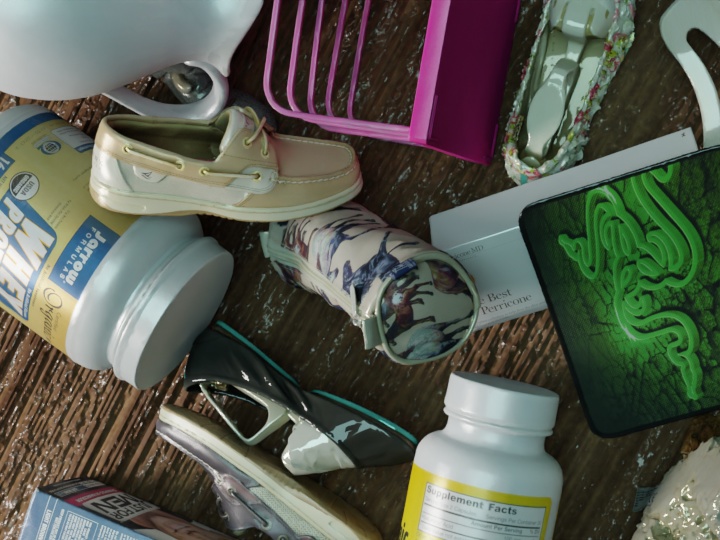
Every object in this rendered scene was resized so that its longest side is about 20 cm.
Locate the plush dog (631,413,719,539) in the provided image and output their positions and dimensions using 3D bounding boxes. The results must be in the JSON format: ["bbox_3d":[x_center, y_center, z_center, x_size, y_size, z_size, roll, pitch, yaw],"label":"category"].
[{"bbox_3d":[0.287,0.196,1.088,0.171,0.161,0.201,35,126,-3],"label":"plush dog"}]

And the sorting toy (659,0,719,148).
[{"bbox_3d":[0.307,-0.151,1.089,0.178,0.107,0.203,-19,86,21],"label":"sorting toy"}]

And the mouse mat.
[{"bbox_3d":[0.213,0.020,1.107,0.159,0.008,0.202,-17,113,13],"label":"mouse mat"}]

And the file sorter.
[{"bbox_3d":[0.025,-0.159,1.104,0.124,0.200,0.141,11,93,16],"label":"file sorter"}]

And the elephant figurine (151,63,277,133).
[{"bbox_3d":[-0.159,-0.200,1.198,0.197,0.156,0.143,3,57,4],"label":"elephant figurine"}]

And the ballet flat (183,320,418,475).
[{"bbox_3d":[-0.051,0.112,1.183,0.199,0.068,0.069,28,75,24],"label":"ballet flat"}]

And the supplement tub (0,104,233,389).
[{"bbox_3d":[-0.209,-0.017,1.188,0.199,0.145,0.146,34,98,12],"label":"supplement tub"}]

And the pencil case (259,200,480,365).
[{"bbox_3d":[0.000,0.000,1.121,0.088,0.200,0.079,-5,109,-27],"label":"pencil case"}]

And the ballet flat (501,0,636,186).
[{"bbox_3d":[0.154,-0.152,1.140,0.075,0.064,0.203,15,93,14],"label":"ballet flat"}]

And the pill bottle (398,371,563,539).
[{"bbox_3d":[0.085,0.180,1.133,0.110,0.111,0.203,12,93,13],"label":"pill bottle"}]

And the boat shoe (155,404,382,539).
[{"bbox_3d":[-0.079,0.173,1.196,0.199,0.072,0.065,32,93,6],"label":"boat shoe"}]

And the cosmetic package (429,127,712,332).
[{"bbox_3d":[0.155,-0.026,1.126,0.198,0.051,0.083,-19,124,14],"label":"cosmetic package"}]

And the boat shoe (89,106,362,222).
[{"bbox_3d":[-0.093,-0.081,1.119,0.197,0.074,0.070,-2,125,-12],"label":"boat shoe"}]

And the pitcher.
[{"bbox_3d":[-0.179,-0.162,1.093,0.197,0.173,0.122,-3,49,-17],"label":"pitcher"}]

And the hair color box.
[{"bbox_3d":[-0.151,0.223,1.198,0.198,0.100,0.061,20,94,13],"label":"hair color box"}]
